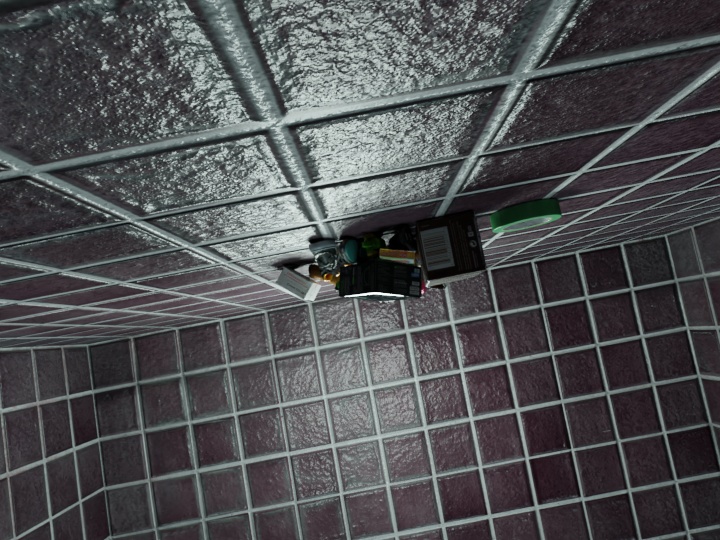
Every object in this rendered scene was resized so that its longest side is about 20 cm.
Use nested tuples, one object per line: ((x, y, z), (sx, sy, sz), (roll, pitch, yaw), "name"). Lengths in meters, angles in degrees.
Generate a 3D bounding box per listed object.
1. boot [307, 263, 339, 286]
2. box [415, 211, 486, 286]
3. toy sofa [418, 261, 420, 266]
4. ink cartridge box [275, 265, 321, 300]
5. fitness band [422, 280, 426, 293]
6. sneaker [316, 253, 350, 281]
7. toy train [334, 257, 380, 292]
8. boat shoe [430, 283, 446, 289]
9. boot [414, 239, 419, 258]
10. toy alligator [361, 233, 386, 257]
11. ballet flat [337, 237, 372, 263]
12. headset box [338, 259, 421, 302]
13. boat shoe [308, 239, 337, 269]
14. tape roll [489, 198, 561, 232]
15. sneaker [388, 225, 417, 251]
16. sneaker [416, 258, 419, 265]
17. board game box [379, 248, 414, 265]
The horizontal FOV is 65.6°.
((-0.100, 0.027, 1.876), (0.142, 0.072, 0.201), (8, -170, -21), "boot")
((0.249, -0.056, 1.579), (0.162, 0.169, 0.200), (-12, 174, 4), "box")
((0.301, -0.050, 2.040), (0.198, 0.099, 0.082), (-14, 173, 34), "toy sofa")
((-0.212, 0.044, 1.896), (0.115, 0.068, 0.200), (28, 178, 9), "ink cartridge box")
((0.132, 0.043, 1.811), (0.142, 0.038, 0.200), (22, 168, -15), "fitness band")
((-0.063, -0.022, 1.771), (0.077, 0.078, 0.199), (-3, 168, -39), "sneaker")
((0.000, 0.000, 1.744), (0.200, 0.056, 0.042), (-46, 179, -11), "toy train")
((0.198, 0.029, 1.895), (0.197, 0.069, 0.072), (3, 156, -9), "boat shoe")
((0.220, -0.060, 1.726), (0.197, 0.069, 0.189), (-7, -146, -20), "boot")
((0.051, -0.071, 1.599), (0.053, 0.060, 0.200), (-12, 174, 14), "toy alligator")
((-0.026, -0.054, 1.605), (0.071, 0.073, 0.200), (-13, 172, 24), "ballet flat")
((0.053, 0.036, 1.639), (0.172, 0.094, 0.199), (8, 169, -33), "headset box")
((-0.093, -0.041, 1.571), (0.071, 0.072, 0.200), (-11, 173, 9), "boat shoe")
((0.478, -0.157, 1.622), (0.197, 0.049, 0.200), (-11, 173, -1), "tape roll")
((0.116, -0.075, 1.586), (0.078, 0.075, 0.200), (-16, 174, 4), "sneaker")
((0.165, -0.040, 1.852), (0.073, 0.082, 0.199), (-8, -166, 43), "sneaker")
((0.106, -0.036, 1.576), (0.094, 0.030, 0.200), (4, 172, 7), "board game box")
